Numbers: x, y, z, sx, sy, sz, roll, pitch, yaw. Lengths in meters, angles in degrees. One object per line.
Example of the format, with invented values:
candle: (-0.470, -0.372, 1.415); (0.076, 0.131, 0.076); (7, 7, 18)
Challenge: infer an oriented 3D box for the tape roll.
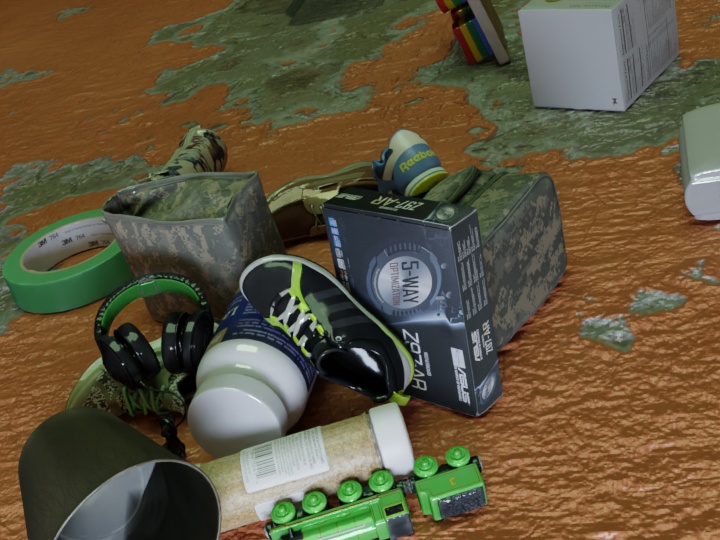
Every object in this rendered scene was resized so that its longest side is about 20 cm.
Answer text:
tape roll: (-0.391, -0.017, 1.513); (0.198, 0.049, 0.201); (-12, 29, 7)

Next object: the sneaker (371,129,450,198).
sneaker: (0.054, -0.108, 1.331); (0.073, 0.083, 0.200); (-30, -9, -17)

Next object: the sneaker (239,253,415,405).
sneaker: (-0.031, 0.055, 1.025); (0.199, 0.072, 0.083); (33, 21, 4)

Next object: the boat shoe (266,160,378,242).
boat shoe: (-0.046, -0.085, 1.431); (0.198, 0.076, 0.072); (-26, 33, -14)

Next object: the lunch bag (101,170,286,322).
lunch bag: (-0.199, -0.024, 1.308); (0.198, 0.165, 0.118); (0, 38, 26)

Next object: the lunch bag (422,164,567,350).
lunch bag: (0.105, -0.017, 1.170); (0.166, 0.141, 0.200); (6, 36, 37)

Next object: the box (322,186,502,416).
box: (0.050, 0.028, 1.053); (0.159, 0.202, 0.043); (14, 34, 40)

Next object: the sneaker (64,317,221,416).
sneaker: (-0.219, 0.124, 1.169); (0.199, 0.077, 0.089); (-28, 43, -14)

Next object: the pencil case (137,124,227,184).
pencil case: (-0.260, -0.139, 1.615); (0.077, 0.090, 0.201); (-6, 30, 18)

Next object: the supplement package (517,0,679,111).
supplement package: (0.351, -0.346, 1.597); (0.151, 0.152, 0.200); (10, 38, 37)

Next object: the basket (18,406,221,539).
basket: (-0.227, 0.208, 0.957); (0.181, 0.136, 0.200); (-57, 30, -3)

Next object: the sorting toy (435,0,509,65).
sorting toy: (0.171, -0.455, 1.841); (0.069, 0.200, 0.201); (-25, 26, 16)

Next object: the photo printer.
photo printer: (0.456, -0.140, 1.273); (0.164, 0.070, 0.201); (-6, 31, 18)

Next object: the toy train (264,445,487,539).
toy train: (0.015, 0.205, 0.938); (0.198, 0.042, 0.057); (-18, 40, -3)

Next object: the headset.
headset: (-0.206, 0.092, 1.133); (0.122, 0.095, 0.201); (-14, 46, -5)

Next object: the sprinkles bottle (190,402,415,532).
sprinkles bottle: (-0.051, 0.178, 0.984); (0.198, 0.069, 0.068); (-17, 29, -1)

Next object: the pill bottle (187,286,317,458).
pill bottle: (-0.099, 0.094, 1.103); (0.114, 0.117, 0.201); (-6, 30, 17)
